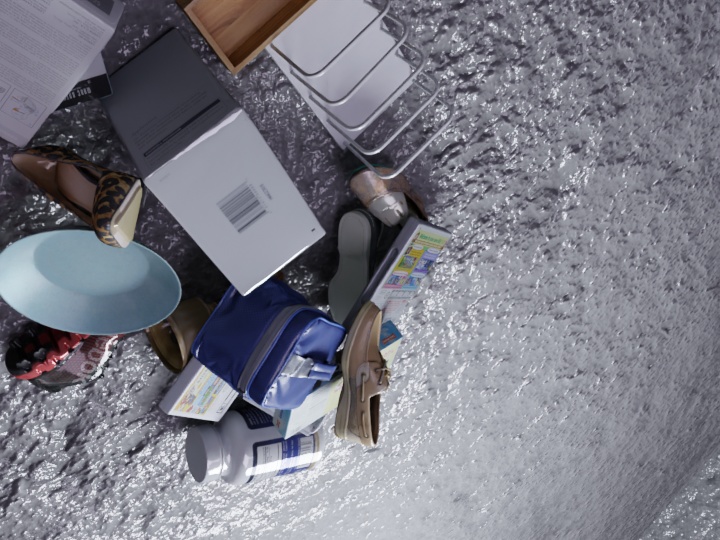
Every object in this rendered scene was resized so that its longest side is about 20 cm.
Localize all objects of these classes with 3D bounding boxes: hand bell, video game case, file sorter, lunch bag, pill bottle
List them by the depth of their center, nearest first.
[{"bbox_3d":[0.005,-0.234,0.988,0.139,0.125,0.200,-43,137,-1],"label":"file sorter"},{"bbox_3d":[-0.100,0.097,1.026,0.137,0.132,0.200,-55,163,1],"label":"lunch bag"},{"bbox_3d":[-0.186,0.047,1.108,0.198,0.104,0.105,-28,137,-34],"label":"hand bell"},{"bbox_3d":[-0.175,0.114,1.118,0.201,0.023,0.182,-55,164,-4],"label":"video game case"},{"bbox_3d":[0.056,0.011,1.187,0.184,0.022,0.200,-57,163,9],"label":"video game case"},{"bbox_3d":[-0.163,0.267,1.260,0.197,0.111,0.113,-3,124,-35],"label":"pill bottle"}]

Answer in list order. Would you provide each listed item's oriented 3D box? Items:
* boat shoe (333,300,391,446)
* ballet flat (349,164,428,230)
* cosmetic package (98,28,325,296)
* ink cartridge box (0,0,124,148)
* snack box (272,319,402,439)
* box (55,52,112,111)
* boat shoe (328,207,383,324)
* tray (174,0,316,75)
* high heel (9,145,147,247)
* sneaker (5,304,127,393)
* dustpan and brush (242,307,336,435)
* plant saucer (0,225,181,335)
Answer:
[{"bbox_3d":[0.012,0.139,1.095,0.071,0.064,0.203,-36,137,-61],"label":"boat shoe"},{"bbox_3d":[0.050,-0.091,1.131,0.067,0.068,0.199,-29,160,20],"label":"ballet flat"},{"bbox_3d":[-0.165,-0.118,0.892,0.122,0.201,0.200,-36,137,-2],"label":"cosmetic package"},{"bbox_3d":[-0.334,-0.218,0.748,0.161,0.051,0.199,31,136,-30],"label":"ink cartridge box"},{"bbox_3d":[-0.033,0.158,1.183,0.198,0.037,0.117,-28,155,-28],"label":"snack box"},{"bbox_3d":[-0.308,-0.257,0.785,0.081,0.049,0.202,-22,133,-20],"label":"box"},{"bbox_3d":[0.000,0.000,1.203,0.062,0.072,0.203,-30,135,-47],"label":"boat shoe"},{"bbox_3d":[-0.099,-0.323,0.904,0.200,0.037,0.099,-43,137,-3],"label":"tray"},{"bbox_3d":[-0.282,-0.075,0.783,0.140,0.200,0.073,14,103,-13],"label":"high heel"},{"bbox_3d":[-0.333,0.083,1.017,0.199,0.071,0.099,-33,136,-8],"label":"sneaker"},{"bbox_3d":[-0.077,0.131,1.243,0.139,0.057,0.202,34,65,-23],"label":"dustpan and brush"},{"bbox_3d":[-0.297,0.004,0.899,0.197,0.039,0.202,-4,145,-3],"label":"plant saucer"}]
